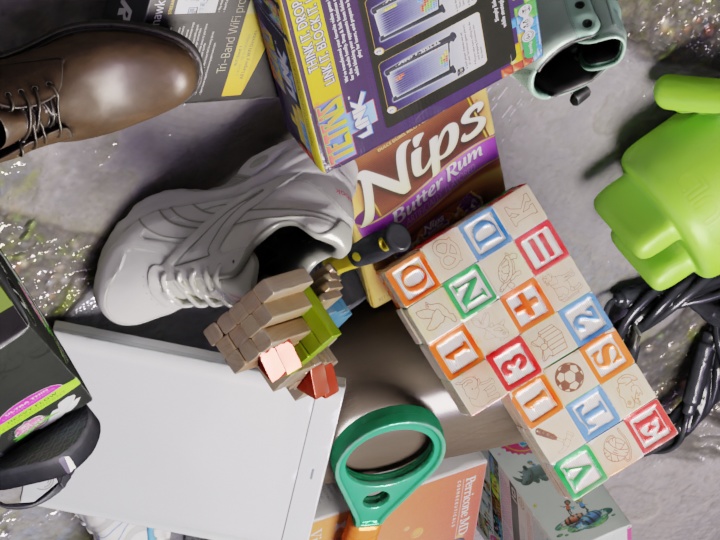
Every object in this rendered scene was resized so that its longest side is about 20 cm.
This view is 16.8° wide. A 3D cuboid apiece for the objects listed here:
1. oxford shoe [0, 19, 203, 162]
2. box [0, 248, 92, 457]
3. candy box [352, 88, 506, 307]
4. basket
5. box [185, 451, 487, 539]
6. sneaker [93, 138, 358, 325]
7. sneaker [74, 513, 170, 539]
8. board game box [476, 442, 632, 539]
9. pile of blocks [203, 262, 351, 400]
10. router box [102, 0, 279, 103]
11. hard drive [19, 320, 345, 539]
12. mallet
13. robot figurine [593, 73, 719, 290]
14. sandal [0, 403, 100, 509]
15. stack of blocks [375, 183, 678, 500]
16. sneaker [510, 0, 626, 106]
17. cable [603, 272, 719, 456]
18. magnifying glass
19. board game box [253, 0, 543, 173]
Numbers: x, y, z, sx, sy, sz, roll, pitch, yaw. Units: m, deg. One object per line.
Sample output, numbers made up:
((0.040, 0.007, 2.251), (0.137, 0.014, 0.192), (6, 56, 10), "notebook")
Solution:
((-0.186, -0.093, 1.404), (0.200, 0.084, 0.073), (-12, 120, -7), "oxford shoe")
((-0.266, 0.046, 1.446), (0.148, 0.124, 0.200), (-33, 164, -5), "box")
((0.031, -0.076, 1.652), (0.117, 0.056, 0.200), (-27, 139, -10), "candy box")
((0.033, 0.078, 1.746), (0.200, 0.136, 0.180), (-14, 179, -15), "basket")
((-0.021, 0.187, 1.838), (0.200, 0.106, 0.152), (-17, 138, -22), "box")
((-0.090, -0.008, 1.569), (0.200, 0.099, 0.078), (-29, 133, 21), "sneaker")
((-0.175, 0.172, 1.753), (0.087, 0.075, 0.200), (7, 133, -8), "sneaker")
((0.133, 0.178, 1.868), (0.064, 0.200, 0.148), (-24, 141, -15), "board game box")
((-0.031, 0.046, 1.543), (0.082, 0.062, 0.200), (-35, 169, 6), "pile of blocks")
((-0.063, -0.195, 1.460), (0.157, 0.052, 0.200), (-6, 133, -32), "router box")
((-0.122, 0.115, 1.652), (0.200, 0.027, 0.132), (12, 111, -5), "hard drive")
((0.000, 0.000, 1.601), (0.041, 0.200, 0.066), (-29, 99, -18), "mallet")
((0.273, -0.074, 1.784), (0.200, 0.116, 0.175), (-36, 137, -1), "robot figurine")
((-0.224, 0.127, 1.587), (0.043, 0.200, 0.076), (53, 55, -15), "sandal")
((0.112, 0.056, 1.651), (0.115, 0.200, 0.059), (-32, -177, -5), "stack of blocks")
((0.167, -0.190, 1.585), (0.200, 0.118, 0.074), (-39, 140, 2), "sneaker")
((0.247, 0.074, 1.979), (0.163, 0.051, 0.200), (-25, 138, -22), "cable")
((0.008, 0.163, 1.714), (0.080, 0.022, 0.200), (-4, 141, -18), "magnifying glass")
((0.020, -0.173, 1.458), (0.165, 0.057, 0.200), (-28, 143, -11), "board game box")
